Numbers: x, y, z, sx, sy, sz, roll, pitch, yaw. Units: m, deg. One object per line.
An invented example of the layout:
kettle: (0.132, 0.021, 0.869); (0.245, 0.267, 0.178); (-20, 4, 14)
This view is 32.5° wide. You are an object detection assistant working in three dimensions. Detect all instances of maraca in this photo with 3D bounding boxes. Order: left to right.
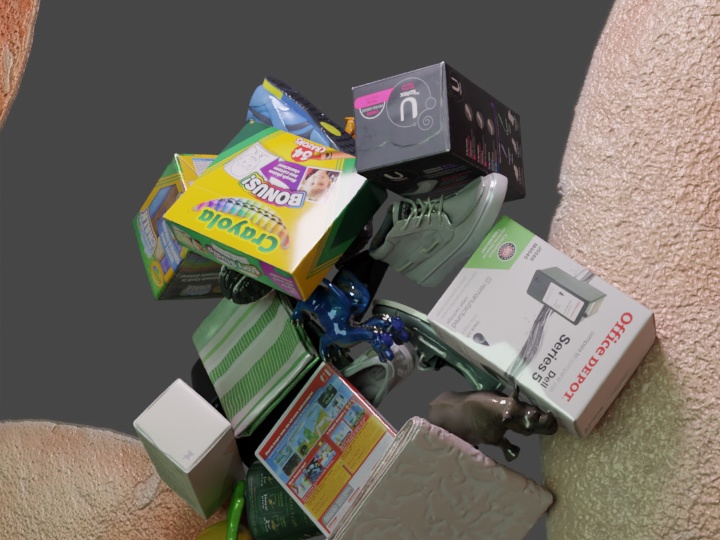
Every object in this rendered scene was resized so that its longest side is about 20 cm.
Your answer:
maraca: (-0.165, 0.356, 1.505); (0.106, 0.137, 0.202); (14, 75, -10)

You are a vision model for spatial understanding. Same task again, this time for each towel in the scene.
towel: (-0.134, 0.093, 1.514); (0.153, 0.023, 0.200); (-48, 42, 14)
towel: (0.081, 0.271, 1.331); (0.192, 0.199, 0.032); (-54, 26, 12)

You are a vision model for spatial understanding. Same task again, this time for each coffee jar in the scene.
coffee jar: (-0.035, 0.263, 1.458); (0.198, 0.085, 0.105); (-13, 74, 29)

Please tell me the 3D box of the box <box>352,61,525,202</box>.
box: (0.092, -0.144, 1.404); (0.121, 0.199, 0.107); (-11, 73, 29)

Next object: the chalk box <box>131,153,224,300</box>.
chalk box: (-0.209, -0.043, 1.601); (0.200, 0.124, 0.125); (-46, 56, 44)

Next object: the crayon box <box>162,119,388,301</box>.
crayon box: (-0.098, -0.074, 1.430); (0.199, 0.059, 0.173); (22, 59, 31)

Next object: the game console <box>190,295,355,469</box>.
game console: (-0.109, 0.132, 1.579); (0.200, 0.116, 0.176); (-47, 29, 14)

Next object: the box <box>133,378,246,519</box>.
box: (-0.203, 0.220, 1.494); (0.095, 0.200, 0.078); (39, 70, 16)

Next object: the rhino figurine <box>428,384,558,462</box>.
rhino figurine: (0.142, 0.161, 1.326); (0.200, 0.087, 0.060); (-18, 39, 61)

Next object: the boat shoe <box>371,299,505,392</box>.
boat shoe: (0.087, 0.090, 1.431); (0.199, 0.073, 0.062); (24, 88, 29)

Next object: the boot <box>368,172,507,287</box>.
boot: (0.081, -0.054, 1.391); (0.200, 0.095, 0.074); (-52, 20, 48)

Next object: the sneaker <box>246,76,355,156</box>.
sneaker: (-0.072, -0.161, 1.529); (0.200, 0.066, 0.079); (42, 108, 35)

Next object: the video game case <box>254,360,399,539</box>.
video game case: (-0.018, 0.220, 1.396); (0.200, 0.017, 0.143); (43, 103, 29)

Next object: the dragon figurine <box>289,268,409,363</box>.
dragon figurine: (-0.028, 0.036, 1.409); (0.200, 0.059, 0.100); (51, 123, 17)

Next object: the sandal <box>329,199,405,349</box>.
sandal: (0.000, -0.001, 1.499); (0.202, 0.048, 0.075); (-63, 13, -7)

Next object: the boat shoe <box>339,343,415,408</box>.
boat shoe: (-0.016, 0.154, 1.461); (0.075, 0.065, 0.202); (50, 122, 4)

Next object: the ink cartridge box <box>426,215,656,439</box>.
ink cartridge box: (0.195, 0.060, 1.324); (0.199, 0.084, 0.146); (34, 82, 24)

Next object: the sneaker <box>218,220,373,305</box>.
sneaker: (-0.079, -0.025, 1.493); (0.199, 0.079, 0.075); (-25, 93, -4)

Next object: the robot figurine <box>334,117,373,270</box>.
robot figurine: (-0.049, -0.094, 1.567); (0.144, 0.058, 0.202); (8, 83, 35)
